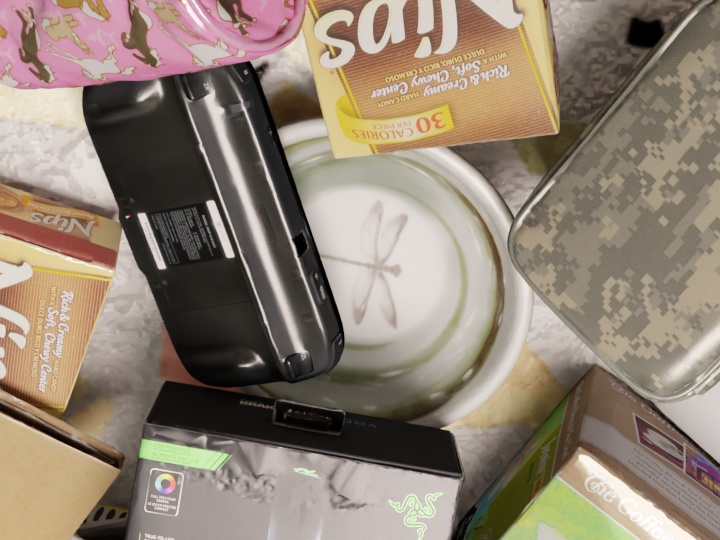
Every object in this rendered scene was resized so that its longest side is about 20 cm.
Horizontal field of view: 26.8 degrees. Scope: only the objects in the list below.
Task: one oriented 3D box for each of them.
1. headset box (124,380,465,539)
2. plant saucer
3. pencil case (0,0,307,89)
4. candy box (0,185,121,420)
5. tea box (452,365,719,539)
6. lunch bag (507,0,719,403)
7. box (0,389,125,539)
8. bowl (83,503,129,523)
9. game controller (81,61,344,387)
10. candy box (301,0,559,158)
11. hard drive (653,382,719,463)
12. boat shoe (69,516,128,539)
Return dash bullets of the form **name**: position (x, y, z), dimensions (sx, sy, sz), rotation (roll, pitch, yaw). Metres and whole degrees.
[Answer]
- **headset box**: position (-0.043, 0.167, 0.831), dimensions (0.172, 0.093, 0.202), rotation (11, 99, -2)
- **plant saucer**: position (0.000, 0.000, 0.853), dimensions (0.198, 0.050, 0.202), rotation (5, 117, 9)
- **pencil case**: position (-0.113, -0.131, 0.706), dimensions (0.082, 0.199, 0.087), rotation (-18, 101, -41)
- **candy box**: position (-0.221, 0.050, 0.864), dimensions (0.114, 0.055, 0.201), rotation (18, 117, -14)
- **tea box**: position (0.158, 0.206, 0.920), dimensions (0.199, 0.134, 0.197), rotation (36, 111, 0)
- **lunch bag**: position (0.190, -0.040, 0.798), dimensions (0.139, 0.167, 0.200), rotation (44, 111, 15)
- **box**: position (-0.253, 0.141, 0.861), dimensions (0.163, 0.021, 0.200), rotation (29, 115, -20)
- **bowl**: position (-0.186, 0.257, 0.973), dimensions (0.198, 0.094, 0.203), rotation (-3, 121, -4)
- **game controller**: position (-0.079, -0.025, 0.813), dimensions (0.103, 0.042, 0.202), rotation (-4, 116, 31)
- **candy box**: position (0.025, -0.154, 0.699), dimensions (0.114, 0.056, 0.201), rotation (-5, 125, 12)
- **hard drive**: position (0.275, 0.046, 0.877), dimensions (0.132, 0.025, 0.201), rotation (42, 122, 18)
- **boat shoe**: position (-0.086, 0.173, 0.926), dimensions (0.198, 0.073, 0.066), rotation (-5, 114, -31)
